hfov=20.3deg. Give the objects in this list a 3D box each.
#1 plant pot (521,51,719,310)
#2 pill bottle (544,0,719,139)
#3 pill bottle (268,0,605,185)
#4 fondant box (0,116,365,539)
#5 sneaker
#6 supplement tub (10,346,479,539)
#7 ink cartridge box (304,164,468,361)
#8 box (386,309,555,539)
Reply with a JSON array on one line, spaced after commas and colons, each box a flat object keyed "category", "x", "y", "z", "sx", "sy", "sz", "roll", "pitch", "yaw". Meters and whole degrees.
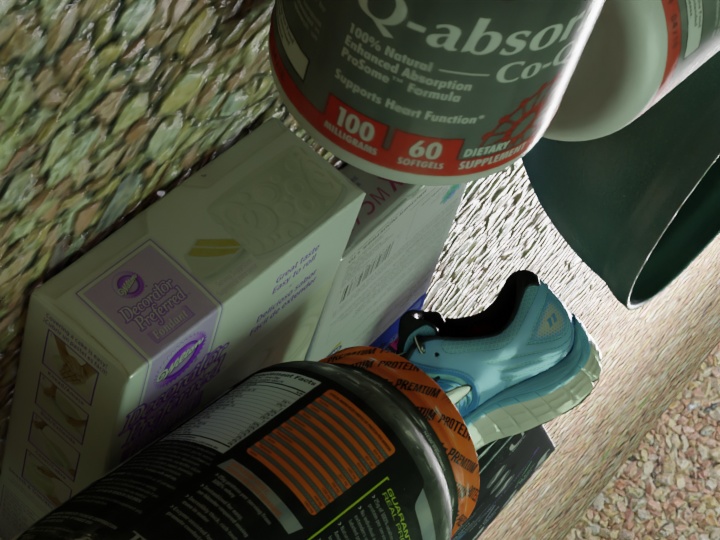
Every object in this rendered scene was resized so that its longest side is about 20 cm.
[{"category": "plant pot", "x": 0.159, "y": -0.097, "z": 1.103, "sx": 0.200, "sy": 0.134, "sz": 0.200, "roll": -46, "pitch": 165, "yaw": -16}, {"category": "pill bottle", "x": 0.132, "y": -0.150, "z": 0.894, "sx": 0.200, "sy": 0.116, "sz": 0.116, "roll": -38, "pitch": 161, "yaw": -38}, {"category": "pill bottle", "x": 0.039, "y": -0.130, "z": 0.697, "sx": 0.116, "sy": 0.116, "sz": 0.200, "roll": -40, "pitch": 163, "yaw": -32}, {"category": "fondant box", "x": -0.084, "y": 0.044, "z": 0.887, "sx": 0.144, "sy": 0.058, "sz": 0.200, "roll": -39, "pitch": 161, "yaw": -34}, {"category": "sneaker", "x": 0.030, "y": 0.064, "z": 1.120, "sx": 0.200, "sy": 0.090, "sz": 0.078, "roll": -31, "pitch": -159, "yaw": -4}, {"category": "supplement tub", "x": -0.046, "y": 0.116, "z": 0.827, "sx": 0.200, "sy": 0.122, "sz": 0.123, "roll": -33, "pitch": 158, "yaw": -43}, {"category": "ink cartridge box", "x": 0.000, "y": 0.000, "z": 1.062, "sx": 0.119, "sy": 0.042, "sz": 0.200, "roll": -42, "pitch": 162, "yaw": -29}, {"category": "box", "x": 0.041, "y": 0.100, "z": 1.270, "sx": 0.106, "sy": 0.122, "sz": 0.200, "roll": -48, "pitch": 166, "yaw": -3}]
